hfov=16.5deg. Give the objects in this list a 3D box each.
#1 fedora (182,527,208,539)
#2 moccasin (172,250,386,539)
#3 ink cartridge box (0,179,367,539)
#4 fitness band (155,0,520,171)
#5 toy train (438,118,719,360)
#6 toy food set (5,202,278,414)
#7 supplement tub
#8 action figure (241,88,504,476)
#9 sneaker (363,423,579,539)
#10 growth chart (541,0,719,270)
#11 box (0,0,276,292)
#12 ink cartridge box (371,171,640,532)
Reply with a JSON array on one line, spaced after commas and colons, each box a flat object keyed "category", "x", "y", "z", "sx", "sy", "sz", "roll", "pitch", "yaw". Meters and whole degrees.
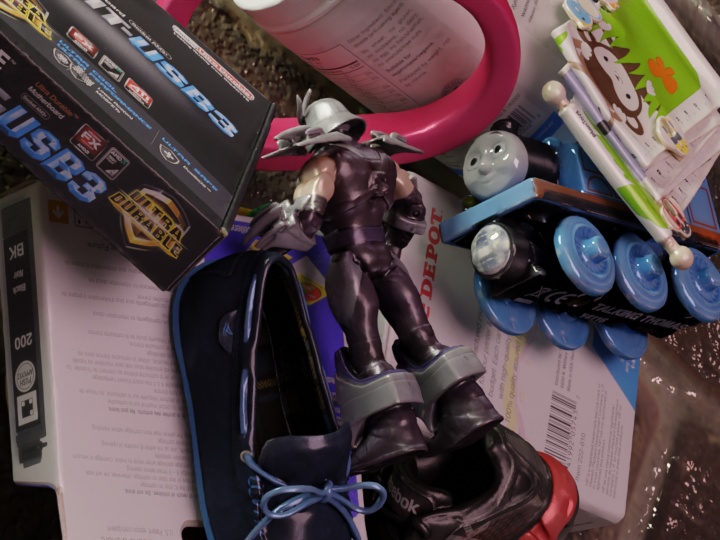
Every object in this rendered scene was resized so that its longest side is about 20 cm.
[{"category": "fedora", "x": -0.105, "y": 0.226, "z": 1.215, "sx": 0.200, "sy": 0.082, "sz": 0.201, "roll": 14, "pitch": 69, "yaw": -40}, {"category": "moccasin", "x": -0.040, "y": 0.088, "z": 1.186, "sx": 0.080, "sy": 0.068, "sz": 0.200, "roll": -16, "pitch": 86, "yaw": -46}, {"category": "ink cartridge box", "x": -0.085, "y": 0.066, "z": 1.231, "sx": 0.198, "sy": 0.043, "sz": 0.200, "roll": 10, "pitch": 66, "yaw": -41}, {"category": "fitness band", "x": -0.014, "y": -0.116, "z": 1.328, "sx": 0.037, "sy": 0.200, "sz": 0.144, "roll": -94, "pitch": -178, "yaw": -50}, {"category": "toy train", "x": 0.126, "y": -0.019, "z": 1.378, "sx": 0.200, "sy": 0.087, "sz": 0.114, "roll": 13, "pitch": 57, "yaw": -46}, {"category": "toy food set", "x": -0.104, "y": 0.030, "z": 1.295, "sx": 0.200, "sy": 0.049, "sz": 0.198, "roll": 14, "pitch": 69, "yaw": -39}, {"category": "supplement tub", "x": 0.039, "y": -0.148, "z": 1.417, "sx": 0.200, "sy": 0.132, "sz": 0.132, "roll": 36, "pitch": 57, "yaw": -30}, {"category": "action figure", "x": 0.000, "y": 0.000, "z": 1.264, "sx": 0.130, "sy": 0.069, "sz": 0.200, "roll": -6, "pitch": 75, "yaw": -45}, {"category": "sneaker", "x": 0.021, "y": 0.152, "z": 1.308, "sx": 0.200, "sy": 0.071, "sz": 0.098, "roll": -41, "pitch": 132, "yaw": -5}, {"category": "growth chart", "x": 0.158, "y": -0.099, "z": 1.397, "sx": 0.145, "sy": 0.018, "sz": 0.200, "roll": 49, "pitch": 34, "yaw": -11}, {"category": "box", "x": -0.137, "y": -0.101, "z": 1.205, "sx": 0.200, "sy": 0.050, "sz": 0.199, "roll": 42, "pitch": 20, "yaw": -10}, {"category": "ink cartridge box", "x": 0.062, "y": 0.052, "z": 1.413, "sx": 0.200, "sy": 0.085, "sz": 0.145, "roll": 27, "pitch": 61, "yaw": -36}]
